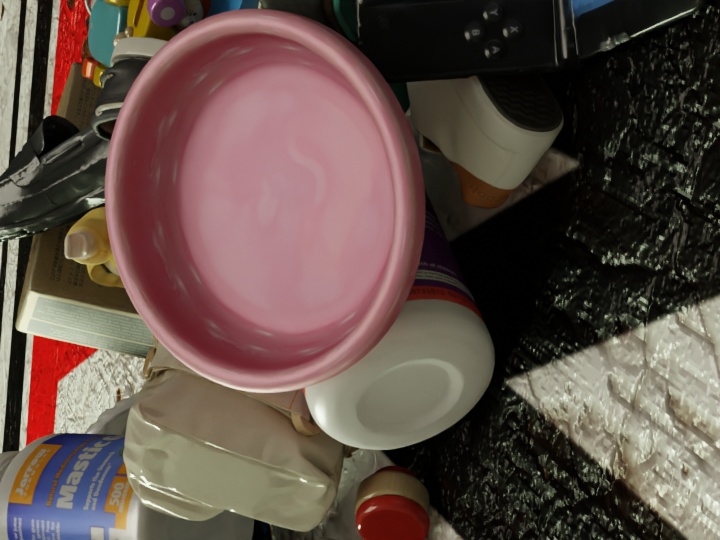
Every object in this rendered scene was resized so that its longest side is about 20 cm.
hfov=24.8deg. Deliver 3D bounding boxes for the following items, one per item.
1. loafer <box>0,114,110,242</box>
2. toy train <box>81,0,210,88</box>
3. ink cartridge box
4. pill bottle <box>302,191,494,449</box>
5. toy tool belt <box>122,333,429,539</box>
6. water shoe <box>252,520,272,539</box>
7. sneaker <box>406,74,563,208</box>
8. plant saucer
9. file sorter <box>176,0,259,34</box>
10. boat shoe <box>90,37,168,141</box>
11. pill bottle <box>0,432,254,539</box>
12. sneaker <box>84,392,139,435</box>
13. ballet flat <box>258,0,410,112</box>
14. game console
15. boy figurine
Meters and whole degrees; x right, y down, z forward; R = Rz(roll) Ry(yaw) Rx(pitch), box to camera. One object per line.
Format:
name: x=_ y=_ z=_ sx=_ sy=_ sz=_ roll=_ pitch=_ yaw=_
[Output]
loafer: x=-0.199 y=-0.069 z=1.100 sx=0.199 sy=0.068 sz=0.071 roll=-19 pitch=92 yaw=22
toy train: x=-0.132 y=-0.203 z=1.064 sx=0.200 sy=0.055 sz=0.152 roll=-42 pitch=51 yaw=55
ink cartridge box: x=-0.156 y=-0.039 z=1.219 sx=0.075 sy=0.163 sz=0.201 roll=126 pitch=154 yaw=-55
pill bottle: x=0.000 y=0.000 z=0.981 sx=0.201 sy=0.112 sz=0.113 roll=-111 pitch=32 yaw=-40
toy tool belt: x=-0.046 y=0.093 z=1.031 sx=0.123 sy=0.198 sz=0.125 roll=-81 pitch=11 yaw=-47
water shoe: x=-0.103 y=0.187 z=1.259 sx=0.079 sy=0.071 sz=0.201 roll=114 pitch=148 yaw=-45
sneaker: x=0.043 y=-0.120 z=0.931 sx=0.085 sy=0.072 sz=0.201 roll=-62 pitch=37 yaw=42
plant saucer: x=-0.047 y=-0.037 z=0.878 sx=0.199 sy=0.051 sz=0.203 roll=4 pitch=97 yaw=32
file sorter: x=-0.055 y=-0.185 z=1.098 sx=0.200 sy=0.122 sz=0.140 roll=120 pitch=142 yaw=-49
boat shoe: x=-0.076 y=-0.095 z=0.978 sx=0.199 sy=0.074 sz=0.061 roll=12 pitch=71 yaw=27
pill bottle: x=-0.180 y=0.168 z=1.125 sx=0.199 sy=0.112 sz=0.113 roll=-2 pitch=87 yaw=38
sneaker: x=-0.137 y=0.128 z=1.225 sx=0.082 sy=0.200 sz=0.075 roll=47 pitch=176 yaw=43
ballet flat: x=-0.019 y=-0.146 z=0.963 sx=0.200 sy=0.068 sz=0.069 roll=53 pitch=-132 yaw=-68
game console: x=0.076 y=-0.208 z=0.817 sx=0.116 sy=0.174 sz=0.202 roll=60 pitch=-153 yaw=-81
boy figurine: x=-0.132 y=-0.006 z=1.031 sx=0.200 sy=0.123 sz=0.065 roll=20 pitch=97 yaw=62
